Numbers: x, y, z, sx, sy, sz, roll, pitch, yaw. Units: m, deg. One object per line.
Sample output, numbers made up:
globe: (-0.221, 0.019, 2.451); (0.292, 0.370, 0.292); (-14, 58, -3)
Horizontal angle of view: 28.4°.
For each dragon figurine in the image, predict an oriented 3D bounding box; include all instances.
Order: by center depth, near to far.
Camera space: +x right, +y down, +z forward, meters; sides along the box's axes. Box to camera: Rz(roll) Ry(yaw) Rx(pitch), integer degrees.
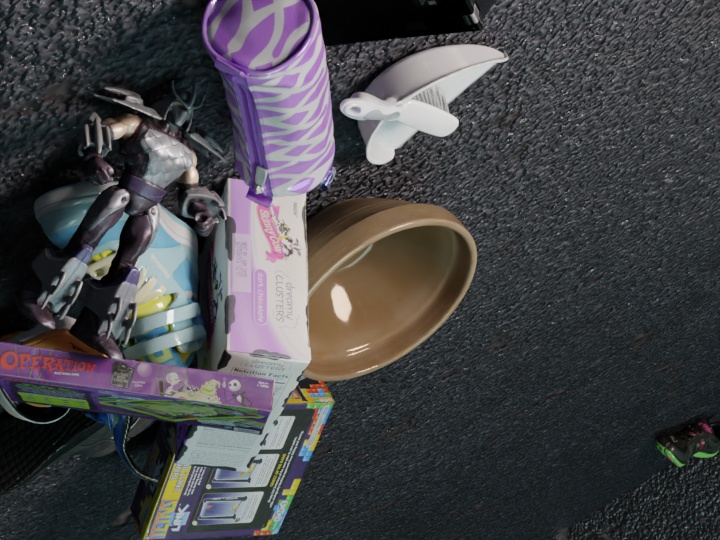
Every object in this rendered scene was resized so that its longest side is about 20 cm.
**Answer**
dragon figurine: (-0.206, 0.104, 1.249); (0.059, 0.201, 0.099); (-12, -170, -29)

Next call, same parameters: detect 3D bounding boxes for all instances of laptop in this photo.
laptop: (0.035, -0.249, 0.954); (0.199, 0.116, 0.187); (-4, 162, 17)

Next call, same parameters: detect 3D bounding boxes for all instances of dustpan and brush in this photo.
dustpan and brush: (0.033, -0.131, 1.129); (0.139, 0.057, 0.200); (-39, 155, 25)

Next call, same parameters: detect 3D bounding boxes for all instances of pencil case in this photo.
pencil case: (-0.064, -0.123, 1.003); (0.086, 0.084, 0.200); (-54, 163, -19)

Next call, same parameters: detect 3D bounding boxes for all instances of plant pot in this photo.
plant pot: (0.000, 0.000, 1.301); (0.200, 0.093, 0.201); (-23, 145, -17)

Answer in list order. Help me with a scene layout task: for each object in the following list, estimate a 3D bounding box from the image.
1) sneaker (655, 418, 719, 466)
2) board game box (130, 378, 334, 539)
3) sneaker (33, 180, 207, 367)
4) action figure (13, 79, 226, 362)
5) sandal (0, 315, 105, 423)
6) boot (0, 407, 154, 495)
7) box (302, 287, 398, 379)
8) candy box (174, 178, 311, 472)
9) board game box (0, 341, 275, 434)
sneaker: (0.648, 0.328, 2.789); (0.200, 0.077, 0.084); (-7, 132, -47)
board game box: (-0.138, 0.197, 1.515); (0.165, 0.057, 0.201); (4, 125, -30)
sneaker: (-0.174, 0.013, 1.093); (0.079, 0.131, 0.200); (-18, 161, 18)
action figure: (-0.160, -0.044, 1.004); (0.130, 0.069, 0.201); (27, 89, -33)
sandal: (-0.266, 0.088, 1.164); (0.207, 0.079, 0.059); (-30, -152, 57)
boot: (-0.292, 0.171, 1.388); (0.199, 0.070, 0.132); (-26, 163, 6)
box: (-0.015, 0.039, 1.430); (0.199, 0.060, 0.117); (-25, 157, -10)
candy box: (-0.102, 0.049, 1.203); (0.071, 0.168, 0.200); (8, 144, -16)
board game box: (-0.166, 0.090, 1.064); (0.199, 0.032, 0.120); (9, 169, -6)
